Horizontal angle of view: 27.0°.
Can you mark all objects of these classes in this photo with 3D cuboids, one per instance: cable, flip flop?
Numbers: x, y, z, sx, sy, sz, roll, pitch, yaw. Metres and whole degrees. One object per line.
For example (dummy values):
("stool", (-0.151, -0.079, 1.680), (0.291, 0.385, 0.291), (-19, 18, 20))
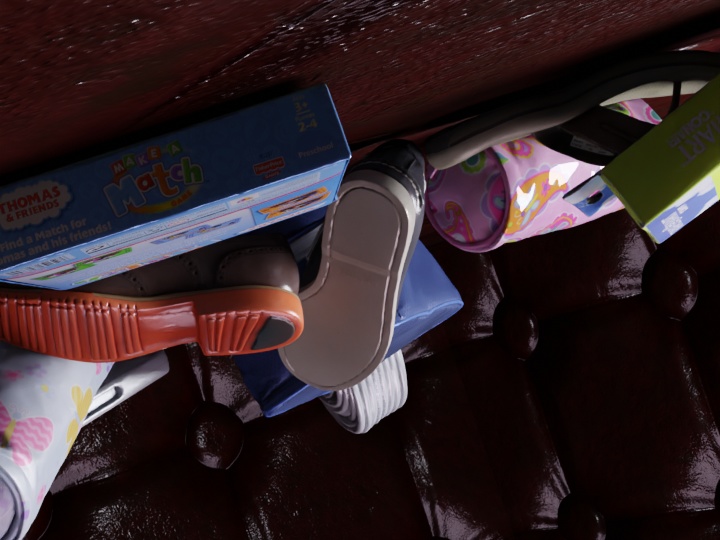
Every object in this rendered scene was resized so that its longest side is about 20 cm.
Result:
("cable", (-0.023, 0.056, 1.429), (0.069, 0.200, 0.200), (-24, 178, -15))
("flip flop", (0.138, -0.087, 0.909), (0.200, 0.058, 0.081), (-18, 178, -11))

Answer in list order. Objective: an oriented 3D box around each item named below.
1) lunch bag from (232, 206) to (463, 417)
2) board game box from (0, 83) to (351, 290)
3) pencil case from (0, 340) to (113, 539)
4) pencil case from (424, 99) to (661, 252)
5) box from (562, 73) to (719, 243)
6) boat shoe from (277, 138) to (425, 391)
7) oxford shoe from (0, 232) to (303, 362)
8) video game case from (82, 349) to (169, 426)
("lunch bag", (-0.025, 0.009, 1.102), (0.136, 0.132, 0.200), (-35, 172, 19))
("board game box", (-0.083, -0.031, 0.671), (0.151, 0.037, 0.200), (-18, 178, -3))
("pencil case", (-0.214, 0.083, 0.915), (0.091, 0.083, 0.200), (12, -147, 5))
("pencil case", (0.134, -0.071, 1.044), (0.200, 0.088, 0.087), (-18, 179, -42))
("box", (0.216, -0.083, 0.868), (0.200, 0.048, 0.122), (-39, 167, 10))
("boat shoe", (0.000, 0.000, 0.936), (0.200, 0.073, 0.063), (110, 7, -47))
("oxford shoe", (-0.136, 0.009, 0.896), (0.200, 0.073, 0.071), (2, 150, -11))
("video game case", (-0.270, 0.090, 1.095), (0.200, 0.023, 0.182), (9, -150, 41))
